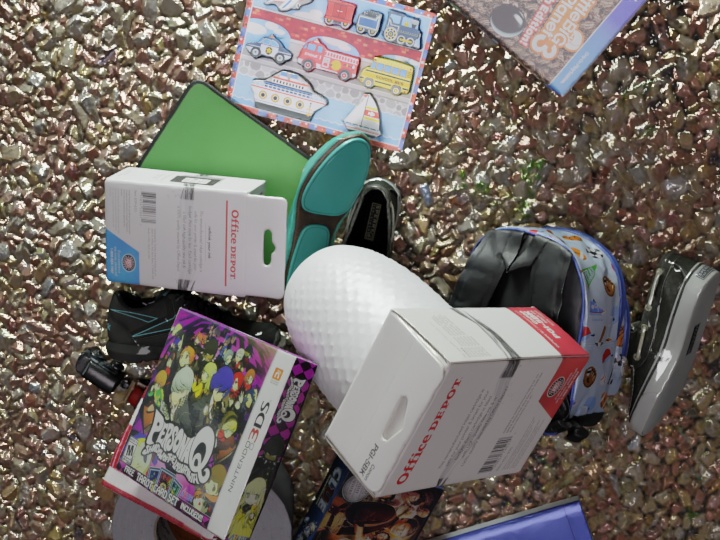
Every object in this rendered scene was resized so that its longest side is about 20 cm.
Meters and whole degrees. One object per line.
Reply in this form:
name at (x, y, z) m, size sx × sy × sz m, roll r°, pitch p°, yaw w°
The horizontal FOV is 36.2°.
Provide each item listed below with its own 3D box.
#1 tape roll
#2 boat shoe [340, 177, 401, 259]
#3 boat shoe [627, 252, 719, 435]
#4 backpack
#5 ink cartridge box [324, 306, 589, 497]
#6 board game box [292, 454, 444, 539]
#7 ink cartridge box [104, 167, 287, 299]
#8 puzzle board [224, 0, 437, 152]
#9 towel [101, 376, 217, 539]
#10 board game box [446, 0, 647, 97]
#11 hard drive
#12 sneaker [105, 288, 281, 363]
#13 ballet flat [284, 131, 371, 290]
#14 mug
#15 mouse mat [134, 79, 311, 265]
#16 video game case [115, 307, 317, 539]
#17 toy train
tape roll at (-0.175, 0.275, 1.238) m, size 0.200 × 0.066 × 0.201 m, roll 0°, pitch 116°, yaw 0°
boat shoe at (0.000, 0.000, 1.188) m, size 0.071 × 0.064 × 0.200 m, roll 9°, pitch 103°, yaw 5°
boat shoe at (0.316, 0.077, 1.166) m, size 0.064 × 0.071 × 0.200 m, roll 29°, pitch 115°, yaw 32°
backpack at (0.185, 0.050, 1.115) m, size 0.200 × 0.154 × 0.191 m, roll 20°, pitch 113°, yaw 40°
ink cartridge box at (0.087, 0.111, 0.975) m, size 0.083 × 0.200 × 0.147 m, roll 45°, pitch 119°, yaw 36°
board game box at (-0.008, 0.307, 1.234) m, size 0.135 × 0.035 × 0.200 m, roll 18°, pitch 106°, yaw -33°
ink cartridge box at (-0.168, -0.040, 1.182) m, size 0.200 × 0.067 × 0.116 m, roll 7°, pitch 107°, yaw 10°
puzzle board at (-0.034, -0.222, 1.170) m, size 0.200 × 0.017 × 0.151 m, roll 15°, pitch 103°, yaw 4°
towel at (-0.170, 0.166, 1.159) m, size 0.144 × 0.023 × 0.200 m, roll 25°, pitch 85°, yaw 12°
board game box at (0.175, -0.297, 1.090) m, size 0.200 × 0.097 × 0.159 m, roll 39°, pitch 103°, yaw -2°
hard drive at (0.174, 0.347, 1.261) m, size 0.200 × 0.025 × 0.132 m, roll -19°, pitch 99°, yaw 10°
sneaker at (-0.187, 0.061, 1.216) m, size 0.200 × 0.075 × 0.079 m, roll 0°, pitch 99°, yaw 6°
ballet flat at (-0.049, -0.067, 1.162) m, size 0.067 × 0.070 × 0.200 m, roll 8°, pitch 118°, yaw -28°
mug at (0.012, 0.077, 1.095) m, size 0.148 × 0.200 × 0.175 m, roll -32°, pitch 54°, yaw -17°
mouse mat at (-0.142, -0.091, 1.209) m, size 0.200 × 0.008 × 0.161 m, roll 35°, pitch 106°, yaw -4°
video game case at (-0.145, 0.145, 1.078) m, size 0.036 × 0.200 × 0.181 m, roll 26°, pitch 85°, yaw -43°
toy train at (-0.236, 0.151, 1.254) m, size 0.200 × 0.046 × 0.034 m, roll 31°, pitch 103°, yaw -1°
